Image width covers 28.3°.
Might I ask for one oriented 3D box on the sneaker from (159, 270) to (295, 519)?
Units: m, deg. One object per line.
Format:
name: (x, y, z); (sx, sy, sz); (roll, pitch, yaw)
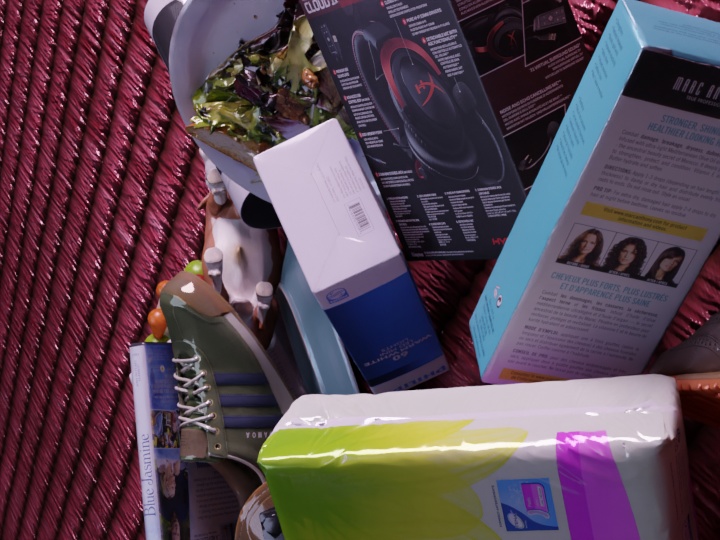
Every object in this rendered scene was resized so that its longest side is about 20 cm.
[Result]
sneaker: (-0.103, 0.105, 1.059); (0.067, 0.090, 0.200); (-6, 122, 56)

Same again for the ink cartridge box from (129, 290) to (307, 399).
ink cartridge box: (-0.096, 0.129, 1.200); (0.161, 0.050, 0.200); (-39, 69, 27)

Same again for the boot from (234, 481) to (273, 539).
boot: (-0.036, 0.217, 1.072); (0.077, 0.155, 0.200); (39, 99, 26)

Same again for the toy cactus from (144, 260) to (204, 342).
toy cactus: (-0.164, 0.063, 1.359); (0.165, 0.102, 0.200); (-107, 17, -58)

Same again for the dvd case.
dvd case: (-0.123, 0.156, 1.103); (0.018, 0.143, 0.200); (-10, 82, 26)

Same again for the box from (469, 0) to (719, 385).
box: (0.126, -0.026, 0.689); (0.049, 0.082, 0.200); (-99, 25, -52)

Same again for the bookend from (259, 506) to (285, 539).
bookend: (0.072, 0.159, 0.866); (0.200, 0.198, 0.092); (0, -103, -72)

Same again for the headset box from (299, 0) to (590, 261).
headset box: (0.053, -0.110, 0.791); (0.149, 0.075, 0.200); (-2, 114, 61)

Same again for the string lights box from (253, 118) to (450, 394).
string lights box: (0.000, 0.000, 0.917); (0.200, 0.059, 0.103); (63, -178, -63)

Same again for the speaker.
speaker: (-0.091, -0.130, 1.075); (0.200, 0.081, 0.081); (63, 149, 25)

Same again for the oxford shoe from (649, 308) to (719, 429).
oxford shoe: (0.194, 0.035, 0.657); (0.073, 0.071, 0.200); (-71, 14, -15)

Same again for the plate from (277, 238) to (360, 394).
plate: (-0.030, 0.071, 1.069); (0.200, 0.026, 0.201); (162, 90, -83)

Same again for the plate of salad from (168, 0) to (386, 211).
plate of salad: (-0.031, -0.111, 0.916); (0.048, 0.200, 0.200); (-68, -7, -51)

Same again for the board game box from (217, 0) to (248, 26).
board game box: (-0.085, -0.226, 1.027); (0.200, 0.045, 0.152); (64, -170, 31)

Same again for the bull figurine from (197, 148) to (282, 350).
bull figurine: (-0.097, -0.028, 1.137); (0.121, 0.065, 0.200); (96, 167, -67)

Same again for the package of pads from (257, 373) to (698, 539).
package of pads: (0.065, 0.135, 0.701); (0.068, 0.200, 0.155); (-62, -37, -57)
